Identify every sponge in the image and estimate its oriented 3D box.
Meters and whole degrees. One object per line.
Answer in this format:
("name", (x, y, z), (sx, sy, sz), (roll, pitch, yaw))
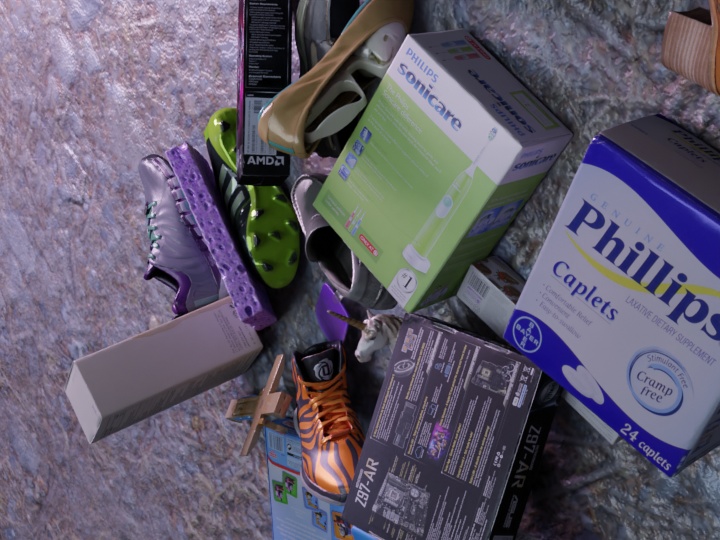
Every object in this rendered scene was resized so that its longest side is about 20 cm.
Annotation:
("sponge", (-0.148, -0.035, 1.302), (0.030, 0.112, 0.201), (-25, 82, 2))

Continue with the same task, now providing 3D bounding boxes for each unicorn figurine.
("unicorn figurine", (0.055, 0.125, 1.170), (0.199, 0.074, 0.138), (25, 120, 20))

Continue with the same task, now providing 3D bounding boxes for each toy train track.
("toy train track", (-0.108, 0.156, 1.332), (0.200, 0.032, 0.116), (-21, 47, 67))

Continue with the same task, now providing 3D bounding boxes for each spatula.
("spatula", (0.000, 0.000, 1.212), (0.057, 0.020, 0.201), (54, 130, 29))

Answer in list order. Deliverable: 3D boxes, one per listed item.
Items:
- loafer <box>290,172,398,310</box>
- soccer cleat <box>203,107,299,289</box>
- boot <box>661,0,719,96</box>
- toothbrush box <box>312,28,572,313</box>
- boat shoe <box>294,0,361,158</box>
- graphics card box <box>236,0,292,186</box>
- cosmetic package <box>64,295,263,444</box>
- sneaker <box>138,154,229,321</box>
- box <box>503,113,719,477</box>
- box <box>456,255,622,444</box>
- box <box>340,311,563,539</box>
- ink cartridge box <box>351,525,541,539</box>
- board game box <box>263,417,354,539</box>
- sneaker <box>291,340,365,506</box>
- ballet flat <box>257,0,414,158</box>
("loafer", (-0.024, -0.035, 1.169), (0.200, 0.069, 0.070), (50, 124, 45))
("soccer cleat", (-0.117, -0.076, 1.291), (0.081, 0.067, 0.202), (-24, 83, 64))
("boot", (0.289, -0.201, 0.811), (0.155, 0.076, 0.202), (30, 125, 38))
("toothbrush box", (0.067, -0.087, 1.061), (0.146, 0.086, 0.201), (47, 129, 21))
("boat shoe", (-0.017, -0.198, 1.145), (0.073, 0.074, 0.201), (26, 129, 27))
("graphics card box", (-0.094, -0.185, 1.163), (0.125, 0.050, 0.202), (-177, 87, -81))
("cosmetic package", (-0.217, 0.108, 1.329), (0.074, 0.199, 0.104), (61, 151, 12))
("sneaker", (-0.222, -0.040, 1.373), (0.201, 0.087, 0.075), (58, 156, 15))
("box", (0.233, 0.016, 0.918), (0.184, 0.104, 0.201), (40, 127, 30))
("box", (0.167, 0.066, 1.049), (0.200, 0.039, 0.042), (44, 131, 28))
("box", (0.079, 0.155, 1.054), (0.159, 0.043, 0.202), (19, 92, 42))
("ink cartridge box", (0.103, 0.297, 1.121), (0.199, 0.084, 0.147), (19, 139, 42))
("board game box", (-0.041, 0.277, 1.330), (0.150, 0.036, 0.202), (11, 109, 44))
("sneaker", (-0.035, 0.141, 1.198), (0.200, 0.077, 0.113), (-125, 26, -59))
("ballet flat", (-0.005, -0.172, 1.066), (0.063, 0.200, 0.069), (35, 165, 30))
